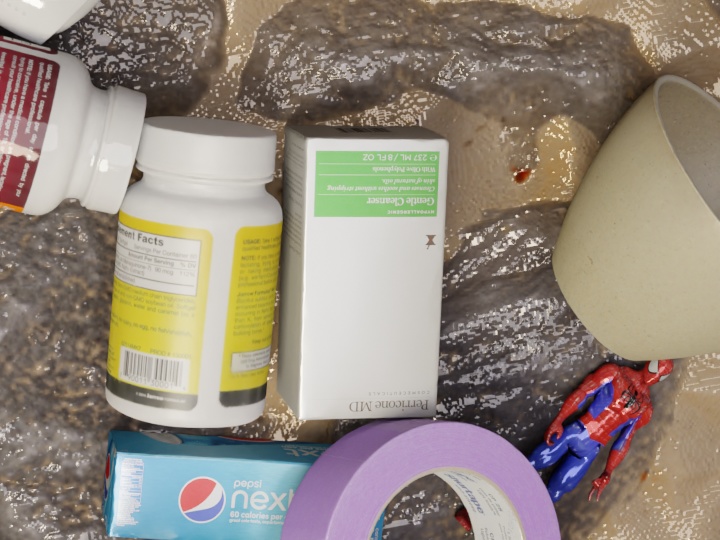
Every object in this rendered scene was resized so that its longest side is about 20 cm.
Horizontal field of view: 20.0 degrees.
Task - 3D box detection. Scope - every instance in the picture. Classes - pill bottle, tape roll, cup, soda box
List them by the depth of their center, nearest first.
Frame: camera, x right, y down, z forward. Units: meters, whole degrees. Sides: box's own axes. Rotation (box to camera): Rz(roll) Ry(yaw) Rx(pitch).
[{"bbox_3d":[-0.250,-0.102,1.366,0.199,0.113,0.113,14,98,-13],"label":"pill bottle"},{"bbox_3d":[-0.113,-0.001,1.413,0.114,0.114,0.201,4,100,-12],"label":"pill bottle"},{"bbox_3d":[0.043,0.205,1.432,0.199,0.066,0.201,0,89,-30],"label":"tape roll"},{"bbox_3d":[0.222,-0.016,1.450,0.200,0.201,0.143,43,116,-16],"label":"cup"},{"bbox_3d":[-0.084,0.158,1.473,0.199,0.068,0.065,5,98,-12],"label":"soda box"}]

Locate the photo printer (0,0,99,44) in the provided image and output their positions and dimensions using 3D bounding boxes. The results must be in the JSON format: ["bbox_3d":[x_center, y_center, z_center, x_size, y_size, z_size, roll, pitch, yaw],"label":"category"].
[{"bbox_3d":[-0.209,-0.265,1.363,0.200,0.069,0.166,-45,106,0],"label":"photo printer"}]

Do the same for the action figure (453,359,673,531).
[{"bbox_3d":[0.160,0.134,1.528,0.200,0.052,0.065,-45,101,-2],"label":"action figure"}]

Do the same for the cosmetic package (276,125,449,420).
[{"bbox_3d":[0.000,0.000,1.450,0.107,0.085,0.201,-2,100,-13],"label":"cosmetic package"}]
